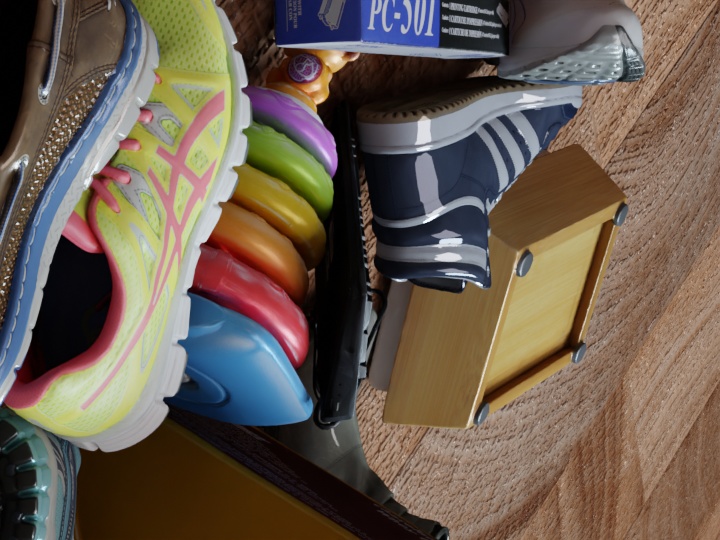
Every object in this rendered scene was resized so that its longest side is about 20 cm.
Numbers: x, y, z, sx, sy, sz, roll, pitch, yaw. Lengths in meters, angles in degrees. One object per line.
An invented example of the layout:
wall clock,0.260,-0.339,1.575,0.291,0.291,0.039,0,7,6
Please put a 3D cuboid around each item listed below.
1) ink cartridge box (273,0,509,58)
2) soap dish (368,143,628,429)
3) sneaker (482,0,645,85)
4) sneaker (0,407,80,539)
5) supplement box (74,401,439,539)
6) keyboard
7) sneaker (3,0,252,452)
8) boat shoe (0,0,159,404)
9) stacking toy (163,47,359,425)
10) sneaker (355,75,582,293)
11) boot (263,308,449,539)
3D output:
ink cartridge box,0.020,-0.149,0.704,0.200,0.044,0.095,-16,105,-65
soap dish,0.096,0.011,1.002,0.199,0.081,0.159,-23,133,-54
sneaker,0.108,-0.149,0.836,0.200,0.074,0.088,-122,-145,-73
sneaker,-0.147,0.154,0.608,0.086,0.077,0.202,3,101,-76
supplement box,-0.059,0.157,0.723,0.134,0.196,0.200,-62,154,-2
keyboard,0.000,0.000,0.744,0.201,0.039,0.105,-93,-166,-60
sneaker,-0.097,-0.032,0.572,0.090,0.077,0.202,20,75,-70
boat shoe,-0.141,-0.019,0.496,0.202,0.072,0.072,-67,150,-16
stacking toy,-0.048,-0.041,0.694,0.110,0.115,0.201,66,44,-60
sneaker,0.067,-0.052,0.870,0.199,0.070,0.110,-21,110,-51
boot,0.002,0.125,0.877,0.068,0.130,0.202,2,112,-61
